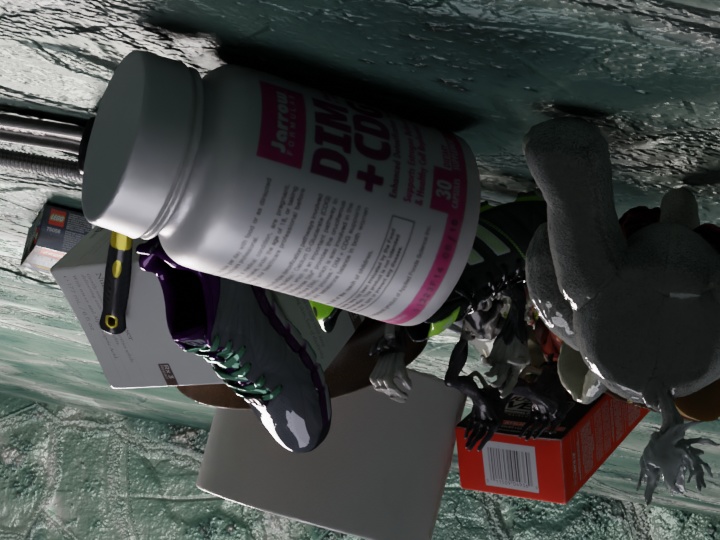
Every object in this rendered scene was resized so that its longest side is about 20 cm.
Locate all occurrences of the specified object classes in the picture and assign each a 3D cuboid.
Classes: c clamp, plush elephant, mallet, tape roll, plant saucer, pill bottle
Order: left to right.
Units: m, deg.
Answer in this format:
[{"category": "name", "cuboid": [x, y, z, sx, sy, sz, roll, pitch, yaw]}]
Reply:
[{"category": "c clamp", "cuboid": [-0.217, -0.076, 1.287, 0.198, 0.027, 0.171, 11, 170, 0]}, {"category": "mallet", "cuboid": [-0.169, -0.026, 1.242, 0.065, 0.041, 0.201, 18, 139, -6]}, {"category": "pill bottle", "cuboid": [-0.044, -0.046, 1.015, 0.198, 0.115, 0.113, 15, 169, -24]}, {"category": "plant saucer", "cuboid": [-0.048, 0.050, 1.411, 0.198, 0.032, 0.200, -10, -161, 3]}, {"category": "tape roll", "cuboid": [-0.024, 0.137, 1.536, 0.201, 0.141, 0.203, 14, 175, 1]}, {"category": "plush elephant", "cuboid": [0.175, 0.016, 1.028, 0.163, 0.202, 0.155, 2, -173, 10]}]

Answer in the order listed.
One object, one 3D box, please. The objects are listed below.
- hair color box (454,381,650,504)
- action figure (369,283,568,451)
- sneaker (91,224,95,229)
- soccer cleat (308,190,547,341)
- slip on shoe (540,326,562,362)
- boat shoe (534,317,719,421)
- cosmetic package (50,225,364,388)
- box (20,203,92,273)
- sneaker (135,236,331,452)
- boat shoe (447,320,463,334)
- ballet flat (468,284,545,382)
[{"category": "hair color box", "cuboid": [0.169, 0.123, 1.574, 0.101, 0.062, 0.200, 5, -158, 29]}, {"category": "action figure", "cuboid": [0.073, 0.048, 1.294, 0.118, 0.103, 0.201, -5, 136, 34]}, {"category": "sneaker", "cuboid": [-0.129, 0.011, 1.506, 0.198, 0.088, 0.075, 12, 168, -14]}, {"category": "soccer cleat", "cuboid": [0.060, 0.001, 1.137, 0.198, 0.082, 0.068, -5, 151, -11]}, {"category": "slip on shoe", "cuboid": [0.158, 0.024, 1.325, 0.061, 0.075, 0.200, 26, 167, -1]}, {"category": "boat shoe", "cuboid": [0.220, 0.071, 1.497, 0.070, 0.071, 0.199, -8, 151, 43]}, {"category": "cosmetic package", "cuboid": [-0.108, 0.016, 1.322, 0.199, 0.081, 0.114, -6, 120, 38]}, {"category": "box", "cuboid": [-0.188, -0.006, 1.603, 0.198, 0.040, 0.137, 14, 169, -13]}, {"category": "sneaker", "cuboid": [-0.090, 0.049, 1.216, 0.074, 0.088, 0.201, -10, 115, 38]}, {"category": "boat shoe", "cuboid": [0.000, 0.000, 1.350, 0.198, 0.067, 0.074, 13, 170, -7]}, {"category": "ballet flat", "cuboid": [0.122, 0.048, 1.485, 0.075, 0.065, 0.200, -14, 160, 25]}]
